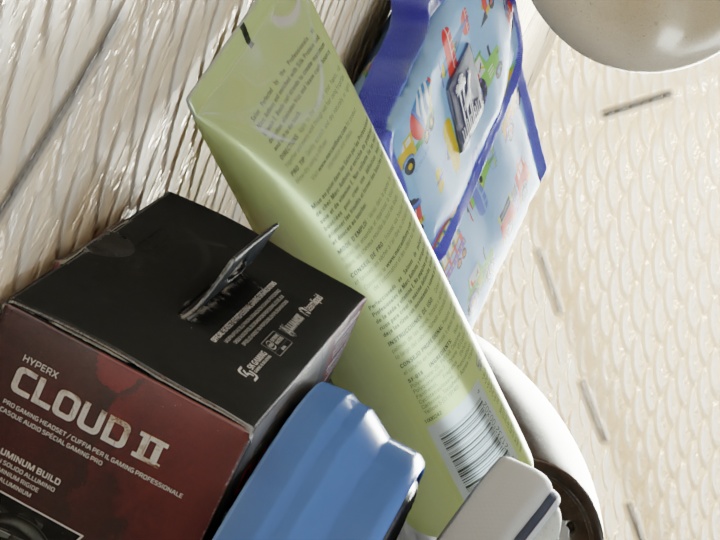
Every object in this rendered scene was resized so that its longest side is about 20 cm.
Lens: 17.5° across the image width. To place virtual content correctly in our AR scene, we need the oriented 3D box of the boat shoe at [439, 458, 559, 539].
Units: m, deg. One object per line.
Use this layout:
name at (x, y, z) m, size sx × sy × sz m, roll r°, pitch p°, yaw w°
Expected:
boat shoe at (0.028, 0.150, 0.651) m, size 0.203 × 0.086 × 0.075 m, roll -59°, pitch 174°, yaw -33°

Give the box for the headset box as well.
headset box at (-0.075, 0.075, 0.671) m, size 0.201 × 0.077 × 0.149 m, roll -63°, pitch 176°, yaw 16°

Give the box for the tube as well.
tube at (0.000, 0.000, 0.773) m, size 0.052 × 0.201 × 0.058 m, roll -28°, pitch -148°, yaw -3°

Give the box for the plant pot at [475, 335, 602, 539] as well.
plant pot at (0.045, 0.126, 1.185) m, size 0.188 × 0.186 × 0.200 m, roll -63°, pitch -163°, yaw -3°

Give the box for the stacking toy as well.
stacking toy at (0.113, -0.179, 1.165) m, size 0.147 × 0.145 × 0.200 m, roll -63°, pitch -160°, yaw 1°

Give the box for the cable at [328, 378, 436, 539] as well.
cable at (-0.011, 0.109, 0.857) m, size 0.200 × 0.069 × 0.201 m, roll 32°, pitch 64°, yaw -51°

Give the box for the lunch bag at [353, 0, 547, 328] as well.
lunch bag at (0.023, -0.066, 1.097) m, size 0.201 × 0.093 × 0.151 m, roll 87°, pitch 25°, yaw -53°

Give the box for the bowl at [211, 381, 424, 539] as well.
bowl at (-0.040, 0.128, 0.651) m, size 0.202 × 0.039 × 0.201 m, roll -62°, pitch 175°, yaw -9°
